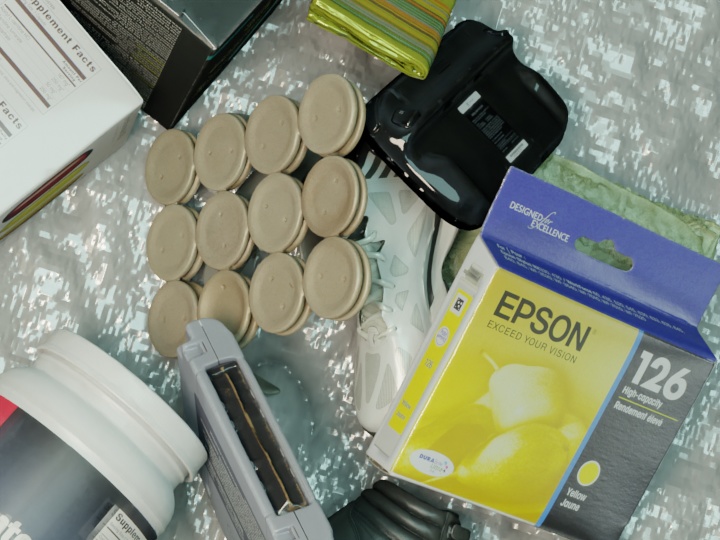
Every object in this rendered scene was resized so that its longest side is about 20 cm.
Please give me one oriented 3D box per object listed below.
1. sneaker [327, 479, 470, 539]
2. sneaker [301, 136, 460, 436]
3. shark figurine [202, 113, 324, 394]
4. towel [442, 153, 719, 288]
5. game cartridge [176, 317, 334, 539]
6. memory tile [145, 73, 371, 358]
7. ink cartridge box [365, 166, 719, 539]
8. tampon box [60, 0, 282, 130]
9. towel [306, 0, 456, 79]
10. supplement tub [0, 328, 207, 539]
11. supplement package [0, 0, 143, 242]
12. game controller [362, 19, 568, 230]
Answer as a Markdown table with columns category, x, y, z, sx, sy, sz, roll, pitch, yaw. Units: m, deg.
| category | x | y | z | sx | sy | sz | roll | pitch | yaw |
| --- | --- | --- | --- | --- | --- | --- | --- | --- | --- |
| sneaker | 0.054 | 0.213 | 1.665 | 0.200 | 0.071 | 0.099 | 42 | 80 | 2 |
| sneaker | 0.000 | 0.000 | 1.645 | 0.115 | 0.076 | 0.201 | 20 | 73 | -40 |
| shark figurine | -0.058 | -0.027 | 1.676 | 0.128 | 0.090 | 0.215 | 33 | 74 | -3 |
| towel | 0.131 | 0.001 | 1.735 | 0.200 | 0.036 | 0.148 | 23 | 78 | -8 |
| game cartridge | -0.060 | 0.140 | 1.581 | 0.042 | 0.133 | 0.200 | -20 | 50 | -11 |
| memory tile | -0.065 | -0.029 | 1.629 | 0.017 | 0.200 | 0.153 | 8 | 74 | -43 |
| ink cartridge box | 0.128 | 0.061 | 1.647 | 0.198 | 0.047 | 0.200 | 22 | 100 | -34 |
| tampon box | -0.107 | -0.201 | 1.634 | 0.126 | 0.200 | 0.150 | 41 | 74 | -2 |
| towel | 0.026 | -0.197 | 1.697 | 0.086 | 0.018 | 0.200 | 31 | 38 | -8 |
| supplement tub | -0.202 | 0.149 | 1.587 | 0.140 | 0.140 | 0.200 | 41 | 75 | -3 |
| supplement package | -0.248 | -0.073 | 1.628 | 0.200 | 0.114 | 0.110 | -40 | 89 | -14 |
| game controller | 0.069 | -0.094 | 1.670 | 0.104 | 0.042 | 0.200 | 53 | 33 | -5 |
